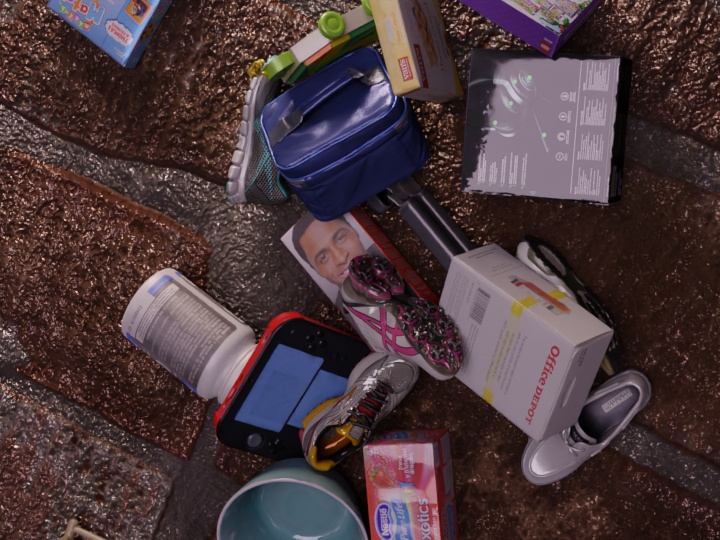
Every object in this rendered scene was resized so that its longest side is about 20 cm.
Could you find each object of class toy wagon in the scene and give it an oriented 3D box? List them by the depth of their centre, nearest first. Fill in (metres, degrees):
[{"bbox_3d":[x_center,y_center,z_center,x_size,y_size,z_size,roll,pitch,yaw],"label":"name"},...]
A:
[{"bbox_3d":[-0.049,-0.273,1.613,0.199,0.155,0.040,-33,89,-26],"label":"toy wagon"}]

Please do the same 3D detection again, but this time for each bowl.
[{"bbox_3d":[-0.079,0.326,1.709,0.198,0.105,0.204,4,116,8],"label":"bowl"}]

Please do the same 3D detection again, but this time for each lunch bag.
[{"bbox_3d":[-0.017,-0.175,1.617,0.198,0.132,0.137,-31,50,8],"label":"lunch bag"}]

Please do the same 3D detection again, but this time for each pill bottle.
[{"bbox_3d":[-0.211,0.098,1.751,0.199,0.114,0.115,36,105,14],"label":"pill bottle"}]

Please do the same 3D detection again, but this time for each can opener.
[{"bbox_3d":[0.068,-0.070,1.681,0.201,0.053,0.067,51,140,9],"label":"can opener"}]

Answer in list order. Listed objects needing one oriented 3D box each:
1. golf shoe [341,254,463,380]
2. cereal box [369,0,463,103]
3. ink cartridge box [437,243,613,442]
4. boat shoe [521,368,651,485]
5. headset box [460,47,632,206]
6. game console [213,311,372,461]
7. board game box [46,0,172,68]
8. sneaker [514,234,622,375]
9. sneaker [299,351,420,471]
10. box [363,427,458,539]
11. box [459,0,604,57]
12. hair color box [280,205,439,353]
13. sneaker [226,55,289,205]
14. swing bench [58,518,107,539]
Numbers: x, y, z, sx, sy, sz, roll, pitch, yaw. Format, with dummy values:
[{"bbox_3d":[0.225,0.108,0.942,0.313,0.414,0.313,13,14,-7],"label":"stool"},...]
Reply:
[{"bbox_3d":[0.051,0.071,1.604,0.200,0.072,0.093,46,136,32],"label":"golf shoe"},{"bbox_3d":[0.066,-0.278,1.575,0.039,0.200,0.146,-15,90,19],"label":"cereal box"},{"bbox_3d":[0.187,0.085,1.573,0.199,0.083,0.147,39,128,33],"label":"ink cartridge box"},{"bbox_3d":[0.270,0.193,1.612,0.074,0.065,0.200,46,107,10],"label":"boat shoe"},{"bbox_3d":[0.218,-0.174,1.587,0.197,0.093,0.177,5,97,19],"label":"headset box"},{"bbox_3d":[-0.080,0.158,1.695,0.201,0.175,0.031,-58,32,14],"label":"game console"},{"bbox_3d":[-0.321,-0.404,1.791,0.151,0.037,0.201,38,105,13],"label":"board game box"},{"bbox_3d":[0.244,0.055,1.617,0.089,0.077,0.201,-45,74,30],"label":"sneaker"},{"bbox_3d":[0.004,0.181,1.662,0.078,0.082,0.200,37,107,-20],"label":"sneaker"},{"bbox_3d":[0.068,0.309,1.675,0.093,0.102,0.203,-4,94,17],"label":"box"},{"bbox_3d":[0.183,-0.350,1.567,0.199,0.137,0.039,35,144,14],"label":"box"},{"bbox_3d":[0.000,0.000,1.696,0.101,0.061,0.200,-44,79,18],"label":"hair color box"},{"bbox_3d":[-0.113,-0.178,1.726,0.090,0.078,0.203,13,103,3],"label":"sneaker"},{"bbox_3d":[-0.373,0.492,1.837,0.197,0.130,0.203,20,106,16],"label":"swing bench"}]
